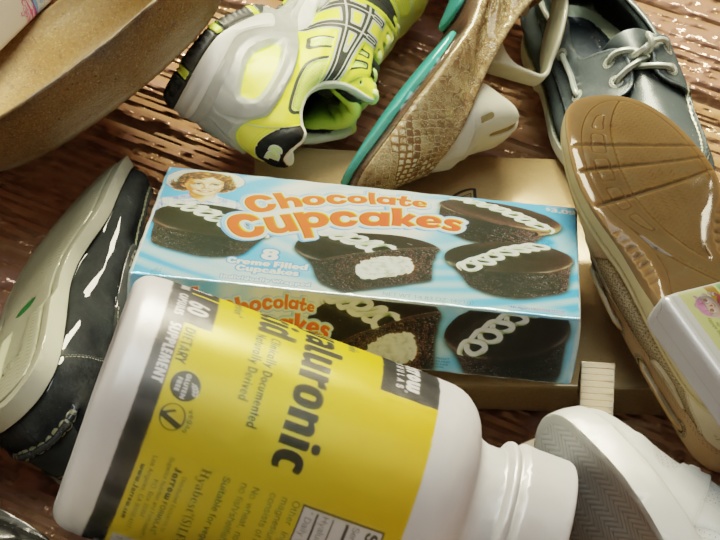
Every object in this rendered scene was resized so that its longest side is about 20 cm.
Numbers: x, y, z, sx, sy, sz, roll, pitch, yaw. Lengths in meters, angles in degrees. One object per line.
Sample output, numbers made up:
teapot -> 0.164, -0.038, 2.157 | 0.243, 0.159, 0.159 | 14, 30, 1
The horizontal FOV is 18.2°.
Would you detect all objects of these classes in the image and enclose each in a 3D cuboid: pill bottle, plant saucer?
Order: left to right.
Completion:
plant saucer -> -0.137, -0.107, 1.125 | 0.200, 0.035, 0.200 | -33, 19, 13
pill bottle -> -0.017, 0.085, 0.930 | 0.199, 0.112, 0.112 | 20, 44, -7

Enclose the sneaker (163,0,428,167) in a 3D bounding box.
sneaker -> -0.020, -0.104, 1.170 | 0.076, 0.075, 0.200 | 44, 42, 10

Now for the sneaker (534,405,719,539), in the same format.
sneaker -> 0.171, 0.121, 0.956 | 0.115, 0.074, 0.200 | -24, 59, -30

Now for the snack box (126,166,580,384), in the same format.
snack box -> 0.000, 0.000, 1.032 | 0.199, 0.037, 0.116 | 6, 26, 2

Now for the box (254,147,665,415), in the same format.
box -> 0.045, 0.003, 1.098 | 0.199, 0.021, 0.164 | 2, 44, -3

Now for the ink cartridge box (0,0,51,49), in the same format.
ink cartridge box -> -0.246, -0.171, 1.199 | 0.144, 0.084, 0.200 | 14, 44, 25

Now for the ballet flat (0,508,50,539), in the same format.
ballet flat -> -0.108, 0.143, 0.895 | 0.199, 0.067, 0.057 | 12, 53, 39

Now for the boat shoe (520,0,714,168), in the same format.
boat shoe -> 0.131, -0.100, 1.162 | 0.072, 0.062, 0.200 | -4, 34, -14

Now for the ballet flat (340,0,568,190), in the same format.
ballet flat -> 0.061, -0.103, 1.136 | 0.065, 0.071, 0.200 | 33, 66, -6

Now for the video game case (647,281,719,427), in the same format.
video game case -> 0.243, 0.074, 0.954 | 0.181, 0.022, 0.200 | -12, 56, -34

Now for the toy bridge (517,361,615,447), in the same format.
toy bridge -> 0.014, 0.068, 1.011 | 0.199, 0.027, 0.068 | 5, 66, 0

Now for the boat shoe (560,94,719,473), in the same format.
boat shoe -> 0.136, 0.002, 1.041 | 0.071, 0.065, 0.201 | -4, 49, -17

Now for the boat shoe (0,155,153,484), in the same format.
boat shoe -> -0.127, 0.022, 1.049 | 0.068, 0.072, 0.200 | 38, 32, -20
